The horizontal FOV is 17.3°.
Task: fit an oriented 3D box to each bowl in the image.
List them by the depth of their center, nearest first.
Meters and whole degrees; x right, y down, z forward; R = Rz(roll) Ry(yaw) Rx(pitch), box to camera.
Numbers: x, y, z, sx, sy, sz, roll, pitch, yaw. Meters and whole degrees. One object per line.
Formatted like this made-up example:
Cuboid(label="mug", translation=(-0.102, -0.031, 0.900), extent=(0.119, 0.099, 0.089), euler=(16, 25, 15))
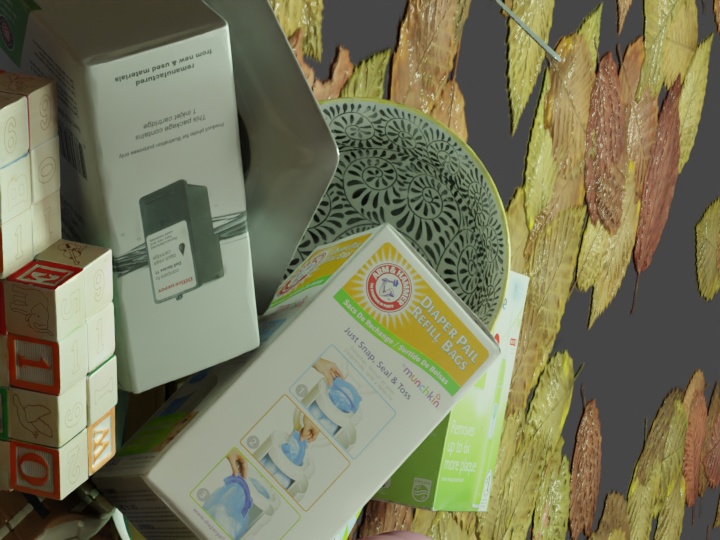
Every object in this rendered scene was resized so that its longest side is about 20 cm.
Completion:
Cuboid(label="bowl", translation=(0.000, 0.000, 1.474), extent=(0.094, 0.201, 0.201), euler=(39, 62, -76))

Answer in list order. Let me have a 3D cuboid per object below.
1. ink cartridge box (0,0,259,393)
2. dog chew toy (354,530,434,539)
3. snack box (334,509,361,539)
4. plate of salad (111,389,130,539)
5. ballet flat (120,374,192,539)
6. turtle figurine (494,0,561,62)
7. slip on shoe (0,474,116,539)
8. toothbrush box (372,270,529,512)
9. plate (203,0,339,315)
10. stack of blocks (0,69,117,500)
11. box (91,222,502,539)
Cuboid(label="ink cartridge box", translation=(-0.125, -0.058, 1.247), extent=(0.083, 0.147, 0.200), euler=(-18, 126, -22))
Cuboid(label="dog chew toy", translation=(0.030, 0.260, 1.855), extent=(0.200, 0.125, 0.125), euler=(-18, 117, -75))
Cuboid(label="snack box", translation=(-0.054, 0.169, 1.681), extent=(0.142, 0.053, 0.200), euler=(81, 28, -43))
Cuboid(label="plate of salad", translation=(-0.115, 0.087, 1.488), extent=(0.200, 0.048, 0.200), euler=(-30, 124, -59))
Cuboid(label="ballet flat", translation=(-0.104, 0.069, 1.383), extent=(0.069, 0.063, 0.200), euler=(6, 84, -62))
Cuboid(label="turtle figurine", translation=(0.084, -0.282, 1.667), extent=(0.194, 0.200, 0.144), euler=(16, 124, -49))
Cuboid(label="slip on shoe", translation=(-0.195, 0.136, 1.302), extent=(0.061, 0.076, 0.200), euler=(-38, 180, 15))
Cuboid(label="toothbrush box", translation=(0.061, 0.089, 1.897), extent=(0.146, 0.086, 0.200), euler=(19, 80, -69))
Cuboid(label="plate", translation=(-0.085, -0.094, 1.278), extent=(0.032, 0.200, 0.200), euler=(-18, 161, -23))
Cuboid(label="stack of blocks", translation=(-0.186, 0.004, 1.176), extent=(0.059, 0.115, 0.200), euler=(-40, 136, -59))
Cuboid(label="box", translation=(-0.035, 0.081, 1.321), extent=(0.200, 0.101, 0.112), euler=(-46, -169, -19))
